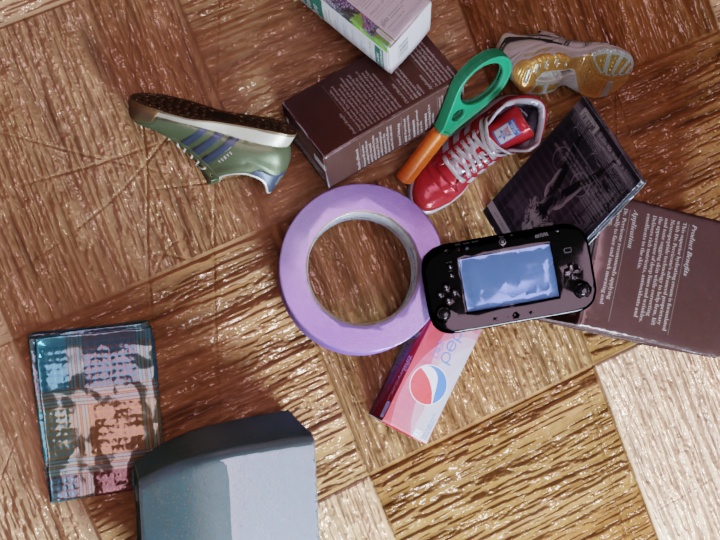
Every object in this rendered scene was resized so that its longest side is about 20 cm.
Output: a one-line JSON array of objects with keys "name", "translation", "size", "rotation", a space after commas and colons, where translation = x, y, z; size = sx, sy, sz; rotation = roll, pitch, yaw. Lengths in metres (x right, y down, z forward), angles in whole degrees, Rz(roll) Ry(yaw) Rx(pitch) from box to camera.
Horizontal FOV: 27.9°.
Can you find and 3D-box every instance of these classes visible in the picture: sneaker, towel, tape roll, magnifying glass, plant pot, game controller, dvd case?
[{"name": "sneaker", "translation": [-0.180, -0.143, 1.700], "size": [0.198, 0.067, 0.091], "rotation": [12, 113, -3]}, {"name": "towel", "translation": [-0.307, 0.165, 1.702], "size": [0.145, 0.022, 0.202], "rotation": [-7, 94, -15]}, {"name": "tape roll", "translation": [0.000, 0.000, 1.737], "size": [0.198, 0.066, 0.202], "rotation": [0, 85, -5]}, {"name": "magnifying glass", "translation": [0.109, -0.184, 1.734], "size": [0.079, 0.022, 0.200], "rotation": [4, 130, -52]}, {"name": "plant pot", "translation": [-0.160, 0.278, 1.664], "size": [0.198, 0.196, 0.198], "rotation": [-3, 94, -12]}, {"name": "sneaker", "translation": [0.257, -0.270, 1.817], "size": [0.199, 0.088, 0.076], "rotation": [-1, 129, -37]}, {"name": "sneaker", "translation": [0.145, -0.146, 1.770], "size": [0.200, 0.112, 0.071], "rotation": [-44, 103, -9]}, {"name": "game controller", "translation": [0.172, 0.009, 1.688], "size": [0.198, 0.042, 0.105], "rotation": [-10, 92, 1]}, {"name": "dvd case", "translation": [0.242, -0.088, 1.744], "size": [0.016, 0.149, 0.200], "rotation": [12, 129, -42]}]

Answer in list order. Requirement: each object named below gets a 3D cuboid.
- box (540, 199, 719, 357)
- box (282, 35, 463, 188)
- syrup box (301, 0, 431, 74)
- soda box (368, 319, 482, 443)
[{"name": "box", "translation": [0.340, 0.004, 1.805], "size": [0.198, 0.164, 0.168], "rotation": [13, 88, -16]}, {"name": "box", "translation": [0.017, -0.196, 1.731], "size": [0.199, 0.075, 0.100], "rotation": [-30, 62, -13]}, {"name": "syrup box", "translation": [-0.015, -0.332, 1.697], "size": [0.200, 0.079, 0.082], "rotation": [40, 80, 11]}, {"name": "soda box", "translation": [0.089, 0.107, 1.791], "size": [0.070, 0.063, 0.201], "rotation": [28, 85, -15]}]
